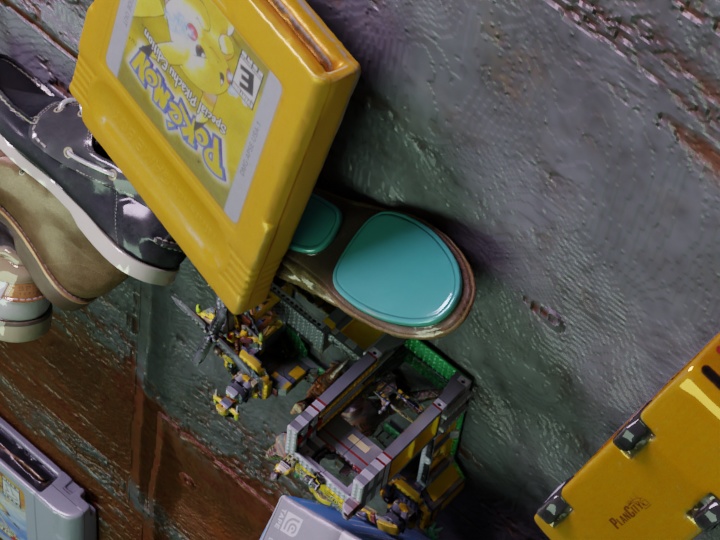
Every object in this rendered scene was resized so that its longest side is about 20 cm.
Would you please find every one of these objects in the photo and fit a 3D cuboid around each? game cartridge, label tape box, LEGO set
[{"bbox_3d":[-0.300,0.174,1.892,0.200,0.041,0.134,37,145,20],"label":"game cartridge"},{"bbox_3d":[0.049,0.211,1.360,0.199,0.066,0.143,29,-176,34],"label":"label tape box"},{"bbox_3d":[-0.087,-0.099,1.219,0.177,0.032,0.200,50,142,21],"label":"game cartridge"},{"bbox_3d":[-0.032,0.090,1.340,0.200,0.116,0.154,42,150,12],"label":"LEGO set"}]

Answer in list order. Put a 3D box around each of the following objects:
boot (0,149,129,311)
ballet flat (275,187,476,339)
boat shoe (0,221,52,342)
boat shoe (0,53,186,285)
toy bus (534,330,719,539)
[{"bbox_3d":[-0.216,-0.070,1.473,0.075,0.074,0.200,-25,109,41],"label":"boot"},{"bbox_3d":[0.000,0.000,1.259,0.199,0.068,0.072,22,161,40],"label":"ballet flat"},{"bbox_3d":[-0.285,-0.029,1.605,0.200,0.075,0.069,33,128,30],"label":"boat shoe"},{"bbox_3d":[-0.169,-0.077,1.404,0.200,0.072,0.068,43,115,24],"label":"boat shoe"},{"bbox_3d":[0.158,0.095,1.130,0.065,0.078,0.200,44,151,6],"label":"toy bus"}]
